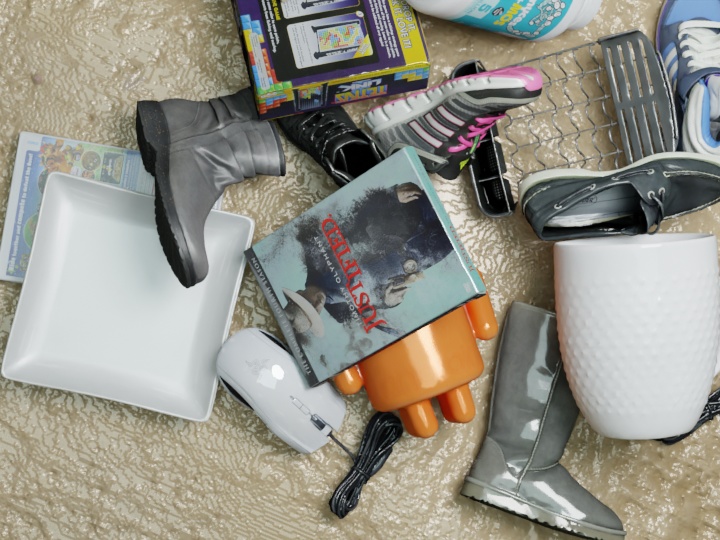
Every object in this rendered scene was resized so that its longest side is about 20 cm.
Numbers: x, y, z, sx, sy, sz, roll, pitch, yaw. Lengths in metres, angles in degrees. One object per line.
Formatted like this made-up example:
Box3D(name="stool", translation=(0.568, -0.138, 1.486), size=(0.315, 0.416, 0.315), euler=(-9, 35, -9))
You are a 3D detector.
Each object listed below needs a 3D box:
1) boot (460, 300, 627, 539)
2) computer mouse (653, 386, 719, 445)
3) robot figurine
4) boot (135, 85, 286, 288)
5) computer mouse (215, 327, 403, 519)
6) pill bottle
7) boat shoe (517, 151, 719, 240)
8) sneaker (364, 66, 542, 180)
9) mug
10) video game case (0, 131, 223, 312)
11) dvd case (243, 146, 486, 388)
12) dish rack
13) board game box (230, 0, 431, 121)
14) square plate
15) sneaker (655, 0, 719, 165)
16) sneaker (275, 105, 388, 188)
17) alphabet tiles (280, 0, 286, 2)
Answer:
Box3D(name="boot", translation=(0.199, 0.147, 1.399), size=(0.181, 0.073, 0.201), euler=(22, 79, -6))
Box3D(name="computer mouse", translation=(0.318, 0.059, 1.417), size=(0.140, 0.046, 0.201), euler=(-22, 89, -5))
Box3D(name="robot figurine", translation=(0.045, 0.055, 1.358), size=(0.144, 0.117, 0.201), euler=(-22, 88, 30))
Box3D(name="boot", translation=(-0.128, -0.085, 1.335), size=(0.131, 0.070, 0.201), euler=(-8, 67, -16))
Box3D(name="computer mouse", translation=(-0.053, 0.135, 1.359), size=(0.200, 0.044, 0.110), euler=(41, 83, -16))
Box3D(name="pill bottle", translation=(0.138, -0.277, 1.353), size=(0.200, 0.111, 0.111), euler=(5, 86, -41))
Box3D(name="boat shoe", translation=(0.248, -0.061, 1.333), size=(0.199, 0.075, 0.066), euler=(-2, 43, -1))
Box3D(name="sneaker", translation=(0.093, -0.132, 1.348), size=(0.074, 0.200, 0.088), euler=(-18, 92, -49))
Box3D(name="mug", translation=(0.273, 0.056, 1.331), size=(0.200, 0.147, 0.176), euler=(-7, 95, -38))
Box3D(name="video game case", translation=(-0.237, -0.046, 1.384), size=(0.199, 0.018, 0.144), euler=(9, 87, -5))
Box3D(name="dvd case", translation=(0.000, 0.000, 1.295), size=(0.200, 0.022, 0.146), euler=(-30, 82, 31))
Box3D(name="dish rack", translation=(0.198, -0.144, 1.382), size=(0.199, 0.055, 0.154), euler=(-13, 90, 18))
Box3D(name="board game box", translation=(-0.037, -0.253, 1.365), size=(0.165, 0.057, 0.201), euler=(-11, 69, -7))
Box3D(name="square plate", translation=(-0.217, 0.025, 1.359), size=(0.199, 0.028, 0.199), euler=(13, 87, -5))
Box3D(name="sneaker", translation=(0.337, -0.191, 1.380), size=(0.080, 0.146, 0.201), euler=(3, 87, -5))
Box3D(name="sneaker", translation=(-0.012, -0.112, 1.349), size=(0.060, 0.104, 0.200), euler=(-42, 79, -4))
Box3D(name="alphabet tiles", translation=(-0.008, -0.337, 1.264), size=(0.167, 0.200, 0.008), euler=(-25, 58, -11))
